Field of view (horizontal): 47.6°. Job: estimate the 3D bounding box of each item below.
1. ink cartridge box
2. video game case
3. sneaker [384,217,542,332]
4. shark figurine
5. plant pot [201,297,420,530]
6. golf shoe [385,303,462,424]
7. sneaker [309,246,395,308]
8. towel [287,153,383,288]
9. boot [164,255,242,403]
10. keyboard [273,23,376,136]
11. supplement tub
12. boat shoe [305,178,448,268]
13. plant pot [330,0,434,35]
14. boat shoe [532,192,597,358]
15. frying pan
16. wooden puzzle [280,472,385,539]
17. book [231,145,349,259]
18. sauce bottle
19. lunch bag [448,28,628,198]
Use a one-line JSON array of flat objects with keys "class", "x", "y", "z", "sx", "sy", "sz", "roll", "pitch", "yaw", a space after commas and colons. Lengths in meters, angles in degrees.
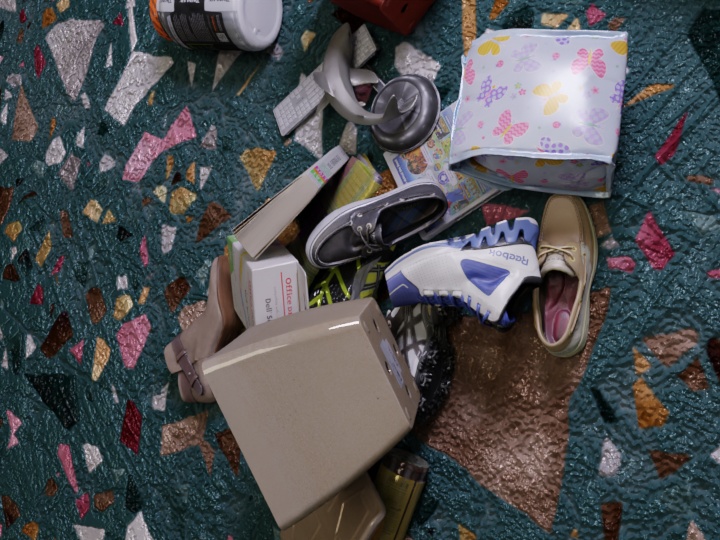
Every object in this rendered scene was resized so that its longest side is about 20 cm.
[{"class": "ink cartridge box", "x": -0.126, "y": 0.029, "z": 1.110, "sx": 0.200, "sy": 0.066, "sz": 0.120, "roll": -140, "pitch": 43, "yaw": -62}, {"class": "video game case", "x": 0.137, "y": -0.153, "z": 1.096, "sx": 0.198, "sy": 0.018, "sz": 0.145, "roll": -33, "pitch": 67, "yaw": 21}, {"class": "sneaker", "x": 0.129, "y": 0.022, "z": 0.965, "sx": 0.196, "sy": 0.080, "sz": 0.117, "roll": -19, "pitch": 67, "yaw": 14}, {"class": "shark figurine", "x": -0.023, "y": -0.249, "z": 1.129, "sx": 0.129, "sy": 0.089, "sz": 0.216, "roll": -49, "pitch": 51, "yaw": 18}, {"class": "plant pot", "x": -0.038, "y": 0.139, "z": 0.949, "sx": 0.174, "sy": 0.200, "sz": 0.203, "roll": -26, "pitch": 93, "yaw": 10}, {"class": "golf shoe", "x": 0.074, "y": 0.096, "z": 1.064, "sx": 0.093, "sy": 0.077, "sz": 0.204, "roll": 4, "pitch": 75, "yaw": 39}, {"class": "sneaker", "x": 0.000, "y": 0.000, "z": 1.122, "sx": 0.075, "sy": 0.077, "sz": 0.202, "roll": 27, "pitch": 77, "yaw": 36}, {"class": "towel", "x": -0.041, "y": -0.068, "z": 1.140, "sx": 0.202, "sy": 0.023, "sz": 0.144, "roll": -55, "pitch": 23, "yaw": 9}, {"class": "boot", "x": -0.239, "y": 0.097, "z": 1.241, "sx": 0.144, "sy": 0.070, "sz": 0.204, "roll": -24, "pitch": 70, "yaw": 27}, {"class": "keyboard", "x": -0.056, "y": -0.284, "z": 1.225, "sx": 0.199, "sy": 0.011, "sz": 0.057, "roll": -38, "pitch": 62, "yaw": 24}, {"class": "supplement tub", "x": -0.232, "y": -0.413, "z": 1.294, "sx": 0.196, "sy": 0.122, "sz": 0.125, "roll": 10, "pitch": 86, "yaw": 30}, {"class": "boat shoe", "x": 0.024, "y": -0.053, "z": 1.047, "sx": 0.196, "sy": 0.071, "sz": 0.066, "roll": -23, "pitch": 26, "yaw": -5}, {"class": "plant pot", "x": 0.026, "y": -0.444, "z": 1.123, "sx": 0.176, "sy": 0.199, "sz": 0.201, "roll": 43, "pitch": 103, "yaw": 15}, {"class": "boat shoe", "x": 0.243, "y": 0.000, "z": 0.980, "sx": 0.073, "sy": 0.066, "sz": 0.205, "roll": -5, "pitch": 78, "yaw": 29}, {"class": "frying pan", "x": 0.049, "y": -0.256, "z": 1.151, "sx": 0.113, "sy": 0.031, "sz": 0.194, "roll": -25, "pitch": 67, "yaw": 25}, {"class": "wooden puzzle", "x": -0.031, "y": 0.326, "z": 1.046, "sx": 0.188, "sy": 0.046, "sz": 0.200, "roll": -61, "pitch": 24, "yaw": 14}, {"class": "book", "x": -0.087, "y": -0.102, "z": 1.119, "sx": 0.133, "sy": 0.200, "sz": 0.048, "roll": -39, "pitch": 98, "yaw": 19}, {"class": "sauce bottle", "x": 0.026, "y": 0.332, "z": 1.048, "sx": 0.064, "sy": 0.064, "sz": 0.204, "roll": 23, "pitch": 91, "yaw": 30}, {"class": "lunch bag", "x": 0.211, "y": -0.189, "z": 0.980, "sx": 0.195, "sy": 0.127, "sz": 0.173, "roll": 6, "pitch": 74, "yaw": 15}]
